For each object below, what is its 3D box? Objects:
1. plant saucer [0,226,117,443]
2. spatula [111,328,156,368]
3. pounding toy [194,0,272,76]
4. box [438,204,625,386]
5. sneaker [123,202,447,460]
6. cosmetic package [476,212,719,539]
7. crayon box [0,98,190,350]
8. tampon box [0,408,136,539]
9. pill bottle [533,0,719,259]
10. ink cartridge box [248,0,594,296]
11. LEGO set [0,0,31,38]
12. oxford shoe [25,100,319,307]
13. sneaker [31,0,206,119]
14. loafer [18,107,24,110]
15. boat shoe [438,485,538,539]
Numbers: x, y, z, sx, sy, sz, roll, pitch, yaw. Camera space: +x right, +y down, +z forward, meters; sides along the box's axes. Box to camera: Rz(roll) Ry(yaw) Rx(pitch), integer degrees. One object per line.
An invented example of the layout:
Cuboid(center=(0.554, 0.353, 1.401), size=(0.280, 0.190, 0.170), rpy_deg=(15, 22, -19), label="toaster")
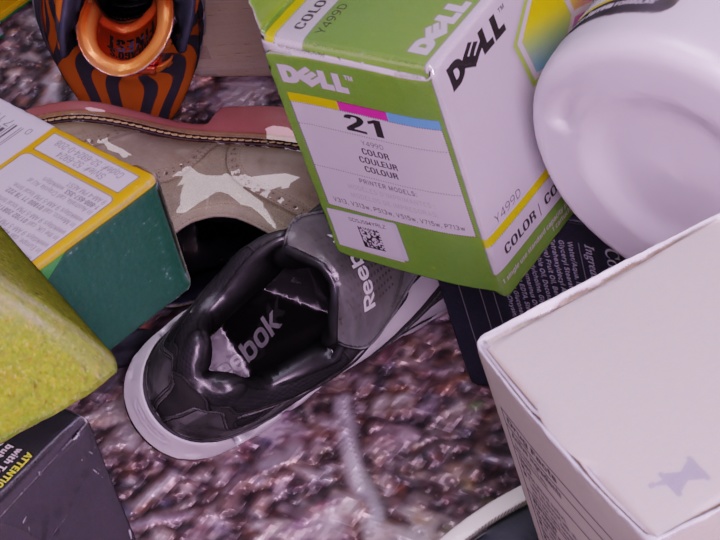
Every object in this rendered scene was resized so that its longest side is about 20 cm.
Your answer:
Cuboid(center=(-0.205, 0.012, 0.751), size=(0.200, 0.048, 0.200), rpy_deg=(-29, 40, -16), label="plant saucer")
Cuboid(center=(-0.108, 0.027, 0.937), size=(0.056, 0.200, 0.021), rpy_deg=(-17, 82, 9), label="spatula")
Cuboid(center=(0.004, -0.177, 1.124), size=(0.184, 0.142, 0.200), rpy_deg=(1, 44, 22), label="pounding toy")
Cuboid(center=(0.151, -0.043, 0.949), size=(0.182, 0.104, 0.200), rpy_deg=(10, 48, 31), label="box")
Cuboid(center=(0.000, 0.000, 0.962), size=(0.200, 0.067, 0.090), rpy_deg=(-37, -2, -16), label="sneaker")
Cuboid(center=(0.113, 0.097, 0.732), size=(0.087, 0.200, 0.103), rpy_deg=(-28, 42, -9), label="cosmetic package")
Cuboid(center=(-0.171, 0.022, 0.807), size=(0.200, 0.052, 0.126), rpy_deg=(-38, 44, -27), label="crayon box")
Cuboid(center=(-0.183, 0.112, 0.864), size=(0.200, 0.150, 0.126), rpy_deg=(18, 51, 35), label="tampon box")
Cuboid(center=(0.152, -0.093, 0.840), size=(0.111, 0.111, 0.200), rpy_deg=(16, 52, 34), label="pill bottle")
Cuboid(center=(0.033, -0.116, 0.841), size=(0.076, 0.200, 0.148), rpy_deg=(15, 52, 34), label="ink cartridge box")
Cuboid(center=(-0.217, -0.186, 1.236), size=(0.200, 0.116, 0.154), rpy_deg=(-34, 43, -18), label="LEGO set")
Cuboid(center=(-0.099, -0.023, 1.050), size=(0.200, 0.070, 0.075), rpy_deg=(-4, 49, 19), label="oxford shoe")
Cuboid(center=(-0.104, -0.107, 1.051), size=(0.077, 0.200, 0.112), rpy_deg=(-4, 49, -2), label="sneaker")
Cuboid(center=(-0.164, -0.052, 1.023), size=(0.200, 0.072, 0.063), rpy_deg=(28, 90, 31), label="loafer")
Cuboid(center=(0.023, 0.149, 0.806), size=(0.199, 0.075, 0.066), rpy_deg=(-39, 46, -21), label="boat shoe")
